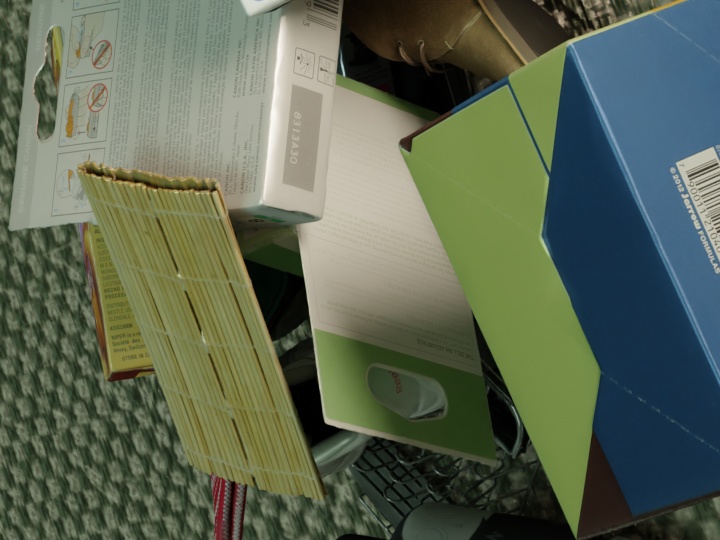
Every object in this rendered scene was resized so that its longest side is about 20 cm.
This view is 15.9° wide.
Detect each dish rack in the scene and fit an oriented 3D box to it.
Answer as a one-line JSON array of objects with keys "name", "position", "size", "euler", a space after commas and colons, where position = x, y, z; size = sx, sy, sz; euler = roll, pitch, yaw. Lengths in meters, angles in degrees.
[{"name": "dish rack", "position": [0.039, 0.097, 1.493], "size": [0.153, 0.054, 0.200], "euler": [45, 139, 29]}]

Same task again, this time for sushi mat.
[{"name": "sushi mat", "position": [-0.078, 0.032, 1.296], "size": [0.095, 0.012, 0.201], "euler": [11, 134, 35]}]

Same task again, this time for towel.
[{"name": "towel", "position": [-0.082, 0.053, 1.462], "size": [0.145, 0.022, 0.201], "euler": [97, 169, -45]}]

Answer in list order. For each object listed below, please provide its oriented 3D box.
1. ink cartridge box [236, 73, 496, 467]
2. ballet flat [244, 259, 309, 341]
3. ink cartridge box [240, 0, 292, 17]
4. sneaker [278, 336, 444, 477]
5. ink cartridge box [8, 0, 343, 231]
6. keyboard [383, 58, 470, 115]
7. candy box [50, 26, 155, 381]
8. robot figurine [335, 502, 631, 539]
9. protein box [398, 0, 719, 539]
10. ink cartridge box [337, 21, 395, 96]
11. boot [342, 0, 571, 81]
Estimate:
[{"name": "ink cartridge box", "position": [0.000, 0.000, 1.327], "size": [0.048, 0.145, 0.201], "euler": [-20, 66, 35]}, {"name": "ballet flat", "position": [-0.032, -0.021, 1.505], "size": [0.067, 0.064, 0.200], "euler": [53, 150, 9]}, {"name": "ink cartridge box", "position": [-0.006, -0.247, 1.178], "size": [0.198, 0.043, 0.201], "euler": [-24, 96, 20]}, {"name": "sneaker", "position": [-0.034, 0.079, 1.446], "size": [0.078, 0.099, 0.200], "euler": [61, 145, 7]}, {"name": "ink cartridge box", "position": [-0.094, -0.099, 1.311], "size": [0.200, 0.050, 0.162], "euler": [-5, 76, 46]}, {"name": "keyboard", "position": [-0.010, -0.113, 1.474], "size": [0.200, 0.021, 0.128], "euler": [-5, 105, 52]}, {"name": "candy box", "position": [-0.135, -0.041, 1.467], "size": [0.117, 0.056, 0.201], "euler": [144, 117, -81]}, {"name": "robot figurine", "position": [0.078, 0.196, 1.399], "size": [0.199, 0.150, 0.125], "euler": [8, 122, 18]}, {"name": "protein box", "position": [0.163, -0.018, 1.150], "size": [0.135, 0.200, 0.199], "euler": [-27, 87, 54]}, {"name": "ink cartridge box", "position": [-0.041, -0.160, 1.439], "size": [0.119, 0.042, 0.201], "euler": [11, 115, 49]}, {"name": "boot", "position": [0.052, -0.122, 1.326], "size": [0.076, 0.074, 0.200], "euler": [-49, 56, 13]}]
